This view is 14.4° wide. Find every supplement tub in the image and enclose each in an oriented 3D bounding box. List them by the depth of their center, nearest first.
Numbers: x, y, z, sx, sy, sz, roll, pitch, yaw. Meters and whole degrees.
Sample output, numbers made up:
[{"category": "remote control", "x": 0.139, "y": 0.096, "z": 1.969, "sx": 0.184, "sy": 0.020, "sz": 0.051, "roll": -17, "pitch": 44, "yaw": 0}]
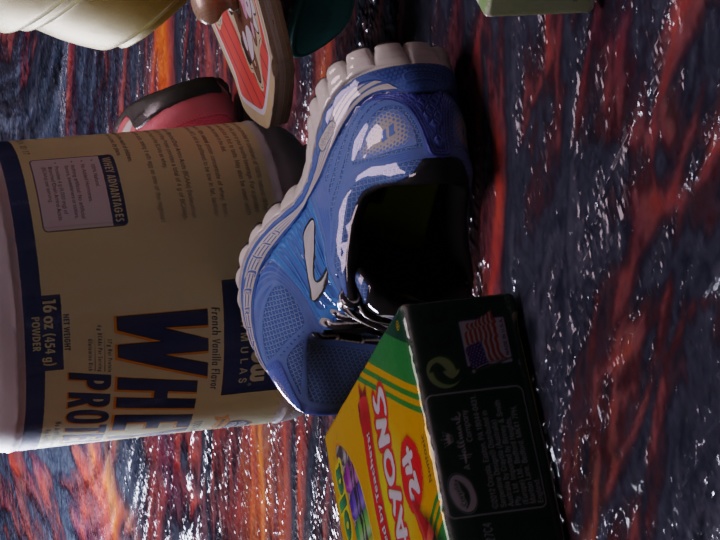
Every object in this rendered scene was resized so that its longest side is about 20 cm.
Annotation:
[{"category": "supplement tub", "x": -0.093, "y": 0.005, "z": 1.342, "sx": 0.145, "sy": 0.199, "sz": 0.146, "roll": 174, "pitch": 90, "yaw": -76}]

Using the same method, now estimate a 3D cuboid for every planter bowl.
[{"category": "planter bowl", "x": -0.127, "y": -0.181, "z": 1.554, "sx": 0.083, "sy": 0.200, "sz": 0.200, "roll": 46, "pitch": 175, "yaw": -16}]

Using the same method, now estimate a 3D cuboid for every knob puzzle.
[{"category": "knob puzzle", "x": -0.070, "y": -0.149, "z": 1.292, "sx": 0.220, "sy": 0.030, "sz": 0.221, "roll": 164, "pitch": 90, "yaw": -81}]

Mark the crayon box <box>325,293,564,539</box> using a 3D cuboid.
[{"category": "crayon box", "x": 0.030, "y": 0.105, "z": 1.204, "sx": 0.200, "sy": 0.050, "sz": 0.128, "roll": 116, "pitch": 145, "yaw": -65}]

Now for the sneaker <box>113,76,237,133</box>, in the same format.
[{"category": "sneaker", "x": -0.093, "y": -0.035, "z": 1.634, "sx": 0.087, "sy": 0.073, "sz": 0.201, "roll": 62, "pitch": 161, "yaw": 25}]

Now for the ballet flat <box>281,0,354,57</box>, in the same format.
[{"category": "ballet flat", "x": -0.025, "y": -0.157, "z": 1.263, "sx": 0.071, "sy": 0.069, "sz": 0.200, "roll": 52, "pitch": 163, "yaw": 7}]

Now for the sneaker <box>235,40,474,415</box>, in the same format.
[{"category": "sneaker", "x": 0.000, "y": 0.000, "z": 1.215, "sx": 0.201, "sy": 0.078, "sz": 0.090, "roll": 107, "pitch": 152, "yaw": -46}]

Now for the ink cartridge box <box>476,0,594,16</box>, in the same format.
[{"category": "ink cartridge box", "x": 0.042, "y": -0.205, "z": 1.042, "sx": 0.200, "sy": 0.048, "sz": 0.146, "roll": -113, "pitch": 22, "yaw": -51}]
